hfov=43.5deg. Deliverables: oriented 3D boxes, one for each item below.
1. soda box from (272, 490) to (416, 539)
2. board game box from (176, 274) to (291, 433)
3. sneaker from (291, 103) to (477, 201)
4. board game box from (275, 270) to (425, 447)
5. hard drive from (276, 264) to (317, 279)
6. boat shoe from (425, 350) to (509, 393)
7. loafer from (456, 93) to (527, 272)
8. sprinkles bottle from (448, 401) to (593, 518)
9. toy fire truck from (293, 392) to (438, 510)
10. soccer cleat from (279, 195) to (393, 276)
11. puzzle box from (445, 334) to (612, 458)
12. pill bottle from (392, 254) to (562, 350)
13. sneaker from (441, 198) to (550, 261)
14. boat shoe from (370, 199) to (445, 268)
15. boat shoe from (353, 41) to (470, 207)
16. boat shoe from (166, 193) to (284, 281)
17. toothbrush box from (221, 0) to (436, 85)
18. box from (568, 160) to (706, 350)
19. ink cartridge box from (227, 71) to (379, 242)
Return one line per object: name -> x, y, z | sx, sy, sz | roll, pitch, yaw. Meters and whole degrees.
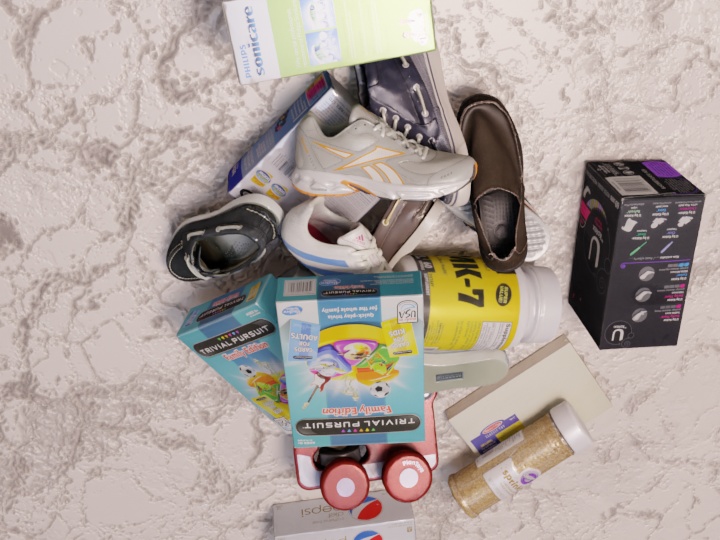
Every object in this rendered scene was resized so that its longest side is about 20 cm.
soda box -> -0.023, 0.366, 1.282 | 0.197, 0.068, 0.064 | -7, 118, -4
board game box -> -0.096, 0.106, 1.066 | 0.150, 0.047, 0.200 | -22, 123, 40
sneaker -> 0.022, -0.124, 0.935 | 0.197, 0.076, 0.093 | 3, 109, 10
board game box -> -0.006, 0.100, 0.969 | 0.149, 0.047, 0.202 | -3, 123, 1
hard drive -> -0.040, 0.084, 1.084 | 0.200, 0.026, 0.131 | 42, 137, -20
boat shoe -> 0.090, 0.112, 1.168 | 0.198, 0.072, 0.071 | -3, 132, -1
loafer -> 0.152, -0.098, 0.998 | 0.072, 0.071, 0.202 | -13, 92, 6
sprinkles bottle -> 0.216, 0.258, 1.230 | 0.199, 0.068, 0.068 | -35, 116, 12
toy fire truck -> 0.008, 0.216, 1.201 | 0.197, 0.112, 0.170 | -6, 94, -5
soccer cleat -> 0.000, 0.000, 0.976 | 0.199, 0.070, 0.086 | 39, 136, -6
puzzle box -> 0.233, 0.191, 1.250 | 0.199, 0.025, 0.133 | -34, 116, 10
pill bottle -> 0.137, 0.040, 1.107 | 0.198, 0.115, 0.115 | 1, 117, -15
sneaker -> 0.140, -0.089, 1.074 | 0.078, 0.079, 0.200 | -43, 89, 8
boat shoe -> 0.016, -0.022, 1.048 | 0.059, 0.072, 0.200 | 38, 121, -4
boat shoe -> 0.052, -0.160, 0.987 | 0.092, 0.075, 0.202 | -15, 89, -17
boat shoe -> -0.168, -0.025, 1.024 | 0.075, 0.061, 0.199 | 39, 138, -20
toothbrush box -> -0.034, -0.263, 0.918 | 0.198, 0.146, 0.087 | -12, 118, 0
box -> 0.330, -0.020, 1.100 | 0.105, 0.123, 0.202 | -3, 117, -6
ink cartridge box -> -0.060, -0.105, 1.034 | 0.200, 0.077, 0.136 | -44, 113, 13
